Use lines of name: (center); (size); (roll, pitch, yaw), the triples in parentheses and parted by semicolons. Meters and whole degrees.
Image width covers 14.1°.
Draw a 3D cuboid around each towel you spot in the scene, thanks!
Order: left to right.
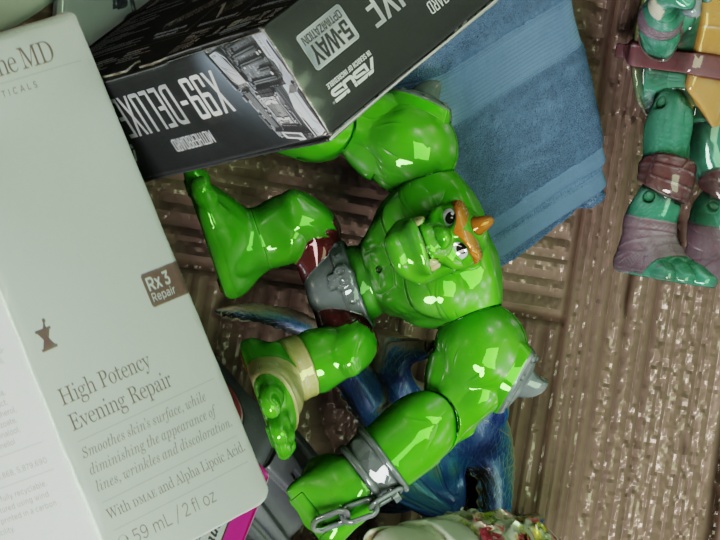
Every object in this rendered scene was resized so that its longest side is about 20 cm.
towel: (0.047, -0.102, 1.288); (0.111, 0.048, 0.201); (-32, 120, -35)

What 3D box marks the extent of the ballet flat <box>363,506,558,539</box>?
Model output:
ballet flat: (-0.001, 0.145, 1.208); (0.200, 0.076, 0.064); (-29, 133, -20)

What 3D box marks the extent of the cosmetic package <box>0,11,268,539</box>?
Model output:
cosmetic package: (-0.120, 0.015, 1.075); (0.102, 0.074, 0.201); (-26, 95, -53)

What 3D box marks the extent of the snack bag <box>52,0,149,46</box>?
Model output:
snack bag: (-0.047, -0.158, 1.257); (0.188, 0.021, 0.201); (5, 93, -32)

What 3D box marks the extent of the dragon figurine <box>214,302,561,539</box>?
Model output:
dragon figurine: (0.021, 0.080, 1.303); (0.199, 0.059, 0.100); (19, 85, -32)

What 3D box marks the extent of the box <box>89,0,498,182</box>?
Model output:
box: (-0.024, -0.100, 1.121); (0.158, 0.200, 0.050); (-41, 107, -30)

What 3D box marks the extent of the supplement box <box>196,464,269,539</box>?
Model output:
supplement box: (-0.146, 0.070, 1.160); (0.200, 0.101, 0.104); (47, 43, -26)

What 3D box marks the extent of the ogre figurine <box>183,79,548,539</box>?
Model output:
ogre figurine: (0.000, 0.000, 1.227); (0.119, 0.098, 0.201); (-19, 64, -3)

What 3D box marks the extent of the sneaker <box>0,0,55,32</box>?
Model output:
sneaker: (-0.101, -0.157, 1.111); (0.199, 0.077, 0.082); (-29, 99, 9)

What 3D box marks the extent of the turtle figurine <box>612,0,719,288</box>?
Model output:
turtle figurine: (0.168, -0.095, 1.345); (0.149, 0.101, 0.201); (3, 98, -35)

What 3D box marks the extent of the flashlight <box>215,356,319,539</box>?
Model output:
flashlight: (-0.090, 0.040, 1.228); (0.068, 0.068, 0.200); (-48, 115, -19)
